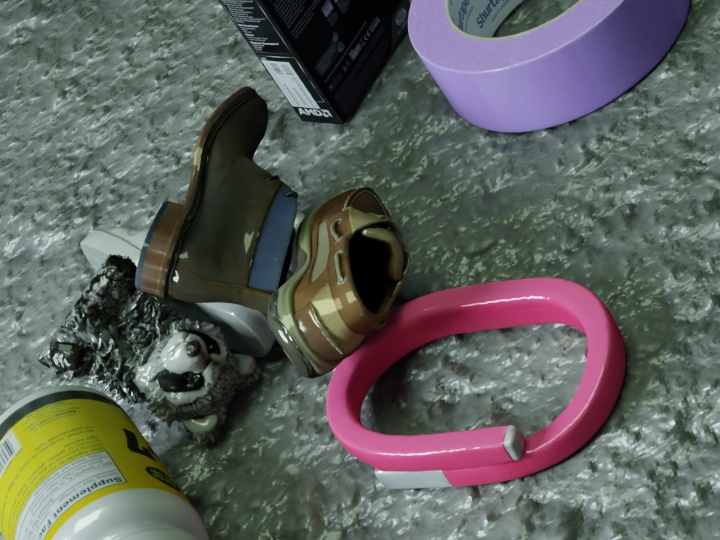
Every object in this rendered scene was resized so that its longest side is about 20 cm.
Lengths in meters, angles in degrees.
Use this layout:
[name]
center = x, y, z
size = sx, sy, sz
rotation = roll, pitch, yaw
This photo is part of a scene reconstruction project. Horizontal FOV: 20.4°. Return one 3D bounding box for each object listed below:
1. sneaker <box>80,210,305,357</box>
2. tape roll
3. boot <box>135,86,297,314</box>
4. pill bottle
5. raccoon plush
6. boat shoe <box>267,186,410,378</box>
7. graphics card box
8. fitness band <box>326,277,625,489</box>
[sneaker]
center = -0.106, -0.015, 1.458
size = 0.200, 0.074, 0.116
rotation = 21, 62, 38
[tape roll]
center = 0.137, -0.195, 1.456
size = 0.200, 0.066, 0.200
rotation = -22, 40, 20
[boot]
center = -0.077, -0.045, 1.391
size = 0.097, 0.075, 0.200
rotation = 18, 50, 7
[pill bottle]
center = -0.164, 0.167, 1.272
size = 0.114, 0.114, 0.200
rotation = -40, 38, -4
[raccoon plush]
center = -0.149, 0.061, 1.425
size = 0.097, 0.134, 0.200
rotation = -57, 7, -6
[boat shoe]
center = 0.000, 0.000, 1.322
size = 0.074, 0.076, 0.200
rotation = -30, 20, 24
[graphics card box]
center = -0.044, -0.222, 1.514
size = 0.051, 0.200, 0.126
rotation = 7, 56, 41
[fitness band]
center = 0.070, 0.068, 1.258
size = 0.200, 0.037, 0.144
rotation = -7, 46, 31
